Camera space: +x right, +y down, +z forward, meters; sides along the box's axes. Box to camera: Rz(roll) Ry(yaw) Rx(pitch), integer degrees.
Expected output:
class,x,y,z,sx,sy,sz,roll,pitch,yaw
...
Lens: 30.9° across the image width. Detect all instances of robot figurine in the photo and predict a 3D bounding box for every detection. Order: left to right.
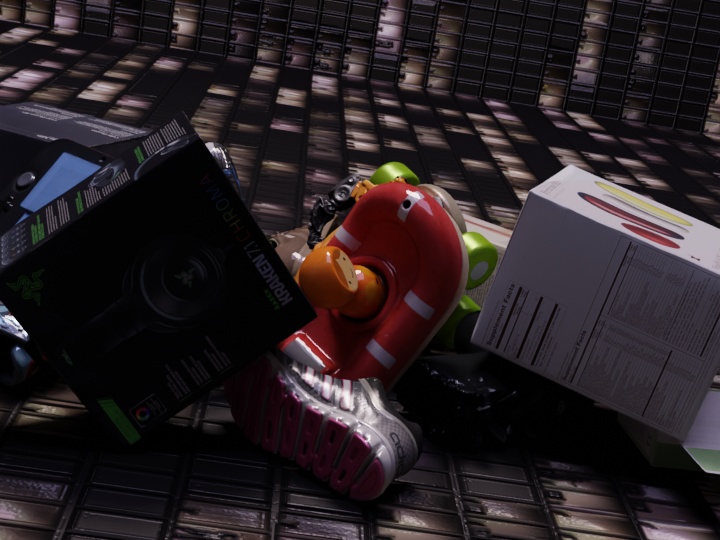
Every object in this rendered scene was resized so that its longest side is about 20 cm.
class,x,y,z,sx,sy,sz,roll,pitch,yaw
robot figurine,0.000,0.000,1.236,0.144,0.201,0.058,18,-22,25

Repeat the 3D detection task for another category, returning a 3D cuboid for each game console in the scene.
class,x,y,z,sx,sy,sz,roll,pitch,yaw
game console,-0.303,-0.046,1.301,0.199,0.031,0.177,23,64,39

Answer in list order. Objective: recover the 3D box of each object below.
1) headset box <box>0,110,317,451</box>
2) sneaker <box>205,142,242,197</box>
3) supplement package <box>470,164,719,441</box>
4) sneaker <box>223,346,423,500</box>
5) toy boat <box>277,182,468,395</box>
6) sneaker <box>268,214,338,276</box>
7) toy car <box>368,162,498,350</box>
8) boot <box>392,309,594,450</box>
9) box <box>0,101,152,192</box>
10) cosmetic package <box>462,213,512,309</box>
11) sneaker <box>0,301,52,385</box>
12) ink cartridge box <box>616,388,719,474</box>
class,x,y,z,sx,sy,sz,roll,pitch,yaw
headset box,-0.166,0.011,0.999,0.199,0.175,0.093,-33,23,-3
sneaker,-0.143,-0.023,1.229,0.076,0.202,0.076,-4,27,-5
supplement package,0.232,0.019,1.156,0.199,0.148,0.191,25,18,13
sneaker,-0.028,0.112,1.039,0.199,0.074,0.087,29,25,37
toy boat,-0.005,0.015,1.104,0.130,0.201,0.131,41,7,32
sneaker,-0.074,-0.028,1.495,0.075,0.071,0.200,11,15,7
toy car,0.008,0.006,1.319,0.199,0.159,0.164,-19,46,-30
boot,0.099,0.094,1.188,0.161,0.074,0.198,-5,22,-32
box,-0.386,-0.133,1.611,0.198,0.105,0.182,15,16,21
cosmetic package,0.117,-0.004,1.471,0.199,0.104,0.087,24,19,36
sneaker,-0.273,0.065,1.093,0.198,0.080,0.096,6,39,-18
ink cartridge box,0.323,0.157,1.135,0.144,0.048,0.200,7,18,-9
